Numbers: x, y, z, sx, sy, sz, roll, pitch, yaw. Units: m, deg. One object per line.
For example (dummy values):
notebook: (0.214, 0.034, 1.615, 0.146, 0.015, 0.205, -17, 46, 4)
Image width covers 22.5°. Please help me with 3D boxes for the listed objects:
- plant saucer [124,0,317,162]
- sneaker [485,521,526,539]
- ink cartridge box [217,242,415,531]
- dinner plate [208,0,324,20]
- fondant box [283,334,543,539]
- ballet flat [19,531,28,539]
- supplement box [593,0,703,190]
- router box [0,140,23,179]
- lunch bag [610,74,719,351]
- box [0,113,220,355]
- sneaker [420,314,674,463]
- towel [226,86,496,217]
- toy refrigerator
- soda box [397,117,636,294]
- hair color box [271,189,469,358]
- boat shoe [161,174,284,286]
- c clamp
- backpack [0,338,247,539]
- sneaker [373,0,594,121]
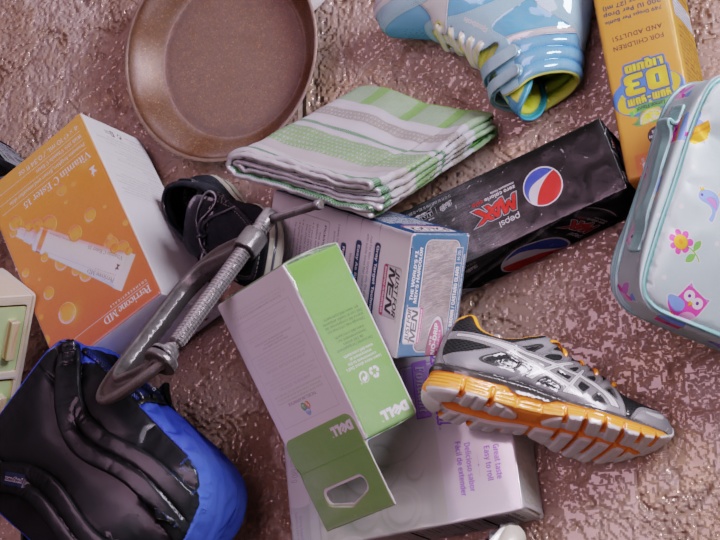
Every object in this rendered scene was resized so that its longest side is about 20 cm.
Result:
plant saucer: (-0.121, -0.195, 1.637, 0.200, 0.037, 0.201, -2, 84, 24)
sneaker: (0.114, 0.297, 1.386, 0.093, 0.070, 0.201, 15, 79, 10)
ink cartridge box: (-0.024, 0.091, 1.401, 0.104, 0.059, 0.201, -30, 85, 50)
dinner plate: (-0.094, -0.314, 1.682, 0.199, 0.024, 0.201, -7, 71, 22)
fondant box: (0.038, 0.145, 1.463, 0.199, 0.058, 0.145, -14, 69, 19)
ballet flat: (-0.275, 0.249, 1.581, 0.067, 0.046, 0.201, -7, 72, 22)
supplement box: (0.237, -0.160, 1.459, 0.066, 0.069, 0.201, -16, 71, 22)
router box: (-0.409, -0.069, 1.652, 0.157, 0.200, 0.052, -47, 65, 4)
lunch bag: (0.280, -0.044, 1.357, 0.160, 0.077, 0.201, 20, 84, -11)
box: (-0.230, -0.016, 1.606, 0.124, 0.097, 0.200, -37, 63, 17)
sneaker: (0.148, 0.091, 1.384, 0.199, 0.078, 0.078, 18, 60, -10)
towel: (0.004, -0.107, 1.483, 0.149, 0.200, 0.031, 18, 122, 27)
toy refrigerator: (-0.346, 0.104, 1.589, 0.070, 0.076, 0.201, 31, 115, 44)
soda box: (0.126, -0.045, 1.476, 0.199, 0.063, 0.071, -25, 66, 17)
hair color box: (0.000, 0.000, 1.465, 0.200, 0.060, 0.100, 20, 106, 53)
boat shoe: (-0.118, -0.032, 1.537, 0.200, 0.062, 0.075, 41, 124, 57)
c clamp: (-0.130, 0.024, 1.410, 0.200, 0.027, 0.171, -54, 20, -25)
backpack: (-0.190, 0.173, 1.495, 0.200, 0.168, 0.163, 38, 99, 26)
sneaker: (0.099, -0.187, 1.523, 0.199, 0.080, 0.131, -3, 72, 25)
